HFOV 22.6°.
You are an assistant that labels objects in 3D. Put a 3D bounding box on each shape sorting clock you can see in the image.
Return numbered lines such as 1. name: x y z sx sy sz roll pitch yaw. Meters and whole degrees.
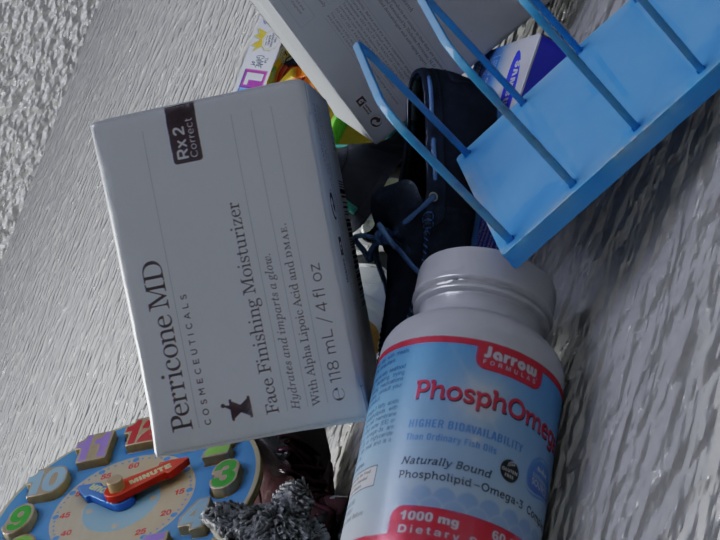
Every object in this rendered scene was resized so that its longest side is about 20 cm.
1. shape sorting clock: -0.161 0.158 1.221 0.198 0.040 0.200 -16 23 7

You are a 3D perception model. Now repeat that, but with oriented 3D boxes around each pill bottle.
1. pill bottle: 0.055 0.093 0.998 0.109 0.108 0.202 -38 35 55

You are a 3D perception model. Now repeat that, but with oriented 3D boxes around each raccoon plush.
1. raccoon plush: -0.030 0.180 1.079 0.200 0.096 0.135 -41 59 57

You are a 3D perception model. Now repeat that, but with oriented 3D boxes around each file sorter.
1. file sorter: 0.110 -0.133 1.005 0.200 0.123 0.139 -41 25 12

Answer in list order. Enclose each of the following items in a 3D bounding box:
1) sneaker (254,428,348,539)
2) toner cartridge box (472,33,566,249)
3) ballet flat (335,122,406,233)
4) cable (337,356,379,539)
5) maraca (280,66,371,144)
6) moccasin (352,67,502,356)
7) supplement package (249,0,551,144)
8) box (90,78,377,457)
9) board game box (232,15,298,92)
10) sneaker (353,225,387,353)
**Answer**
1. sneaker: -0.026 0.153 1.230 0.115 0.075 0.202 -38 44 46
2. toner cartridge box: 0.083 -0.051 1.191 0.095 0.043 0.202 -7 61 66
3. ballet flat: 0.025 -0.063 1.296 0.073 0.073 0.200 -58 -15 24
4. cable: 0.024 0.119 1.178 0.098 0.050 0.200 -55 11 15
5. maraca: -0.019 -0.133 1.469 0.202 0.106 0.137 -66 11 -12
6. moccasin: 0.033 -0.034 1.136 0.080 0.068 0.202 -35 38 54
7. supplement package: 0.017 -0.232 1.253 0.199 0.192 0.147 -39 18 -2
8. box: -0.070 -0.003 1.113 0.200 0.129 0.201 -39 -62 -87
9. board game box: -0.069 -0.103 1.541 0.034 0.134 0.202 12 77 33
10. sneaker: 0.000 0.000 1.345 0.088 0.076 0.200 -51 22 -1
